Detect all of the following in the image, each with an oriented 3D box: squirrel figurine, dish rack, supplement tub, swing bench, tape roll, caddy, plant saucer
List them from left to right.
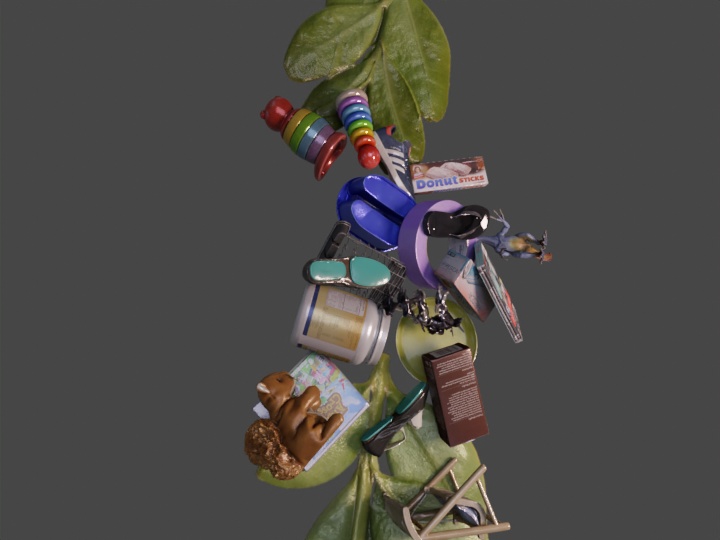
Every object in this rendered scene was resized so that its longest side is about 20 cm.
[{"bbox_3d":[-0.160,0.313,1.196,0.186,0.142,0.200,42,73,8],"label":"squirrel figurine"},{"bbox_3d":[-0.044,0.119,1.269,0.196,0.144,0.148,18,76,-6],"label":"supplement tub"},{"bbox_3d":[0.000,0.000,1.315,0.197,0.055,0.155,27,116,-10],"label":"dish rack"},{"bbox_3d":[0.038,-0.132,1.353,0.198,0.105,0.144,32,78,-19],"label":"caddy"},{"bbox_3d":[0.175,0.165,1.357,0.195,0.031,0.206,2,79,-9],"label":"plant saucer"},{"bbox_3d":[0.179,-0.058,1.338,0.196,0.065,0.206,-4,97,-36],"label":"tape roll"},{"bbox_3d":[0.166,0.494,1.201,0.196,0.199,0.132,-22,83,-13],"label":"swing bench"}]

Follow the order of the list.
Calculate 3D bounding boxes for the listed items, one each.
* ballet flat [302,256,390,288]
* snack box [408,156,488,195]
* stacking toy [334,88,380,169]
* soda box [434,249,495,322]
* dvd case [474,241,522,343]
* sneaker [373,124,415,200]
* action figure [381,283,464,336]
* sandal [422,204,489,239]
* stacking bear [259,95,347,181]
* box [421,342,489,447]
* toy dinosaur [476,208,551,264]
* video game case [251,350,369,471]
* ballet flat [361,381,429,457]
[{"bbox_3d":[-0.034,0.004,1.236,0.196,0.068,0.070,6,77,-26],"label":"ballet flat"},{"bbox_3d":[0.217,-0.236,1.449,0.195,0.024,0.074,-9,80,-11],"label":"snack box"},{"bbox_3d":[0.001,-0.326,1.376,0.083,0.086,0.204,-11,66,-12],"label":"stacking toy"},{"bbox_3d":[0.242,0.037,1.312,0.063,0.200,0.069,30,80,41],"label":"soda box"},{"bbox_3d":[0.312,0.046,1.324,0.022,0.147,0.203,-24,108,17],"label":"dvd case"},{"bbox_3d":[0.099,-0.261,1.403,0.083,0.075,0.203,-27,84,-1],"label":"sneaker"},{"bbox_3d":[0.149,0.082,1.278,0.197,0.118,0.105,21,66,-33],"label":"action figure"},{"bbox_3d":[0.224,-0.103,1.302,0.197,0.042,0.078,-12,101,-36],"label":"sandal"},{"bbox_3d":[-0.141,-0.329,1.367,0.198,0.114,0.122,36,75,4],"label":"stacking bear"},{"bbox_3d":[0.210,0.274,1.294,0.098,0.075,0.205,-14,96,-12],"label":"box"},{"bbox_3d":[0.355,-0.050,1.413,0.178,0.200,0.107,2,62,30],"label":"toy dinosaur"},{"bbox_3d":[-0.108,0.301,1.284,0.200,0.022,0.182,-43,88,-15],"label":"video game case"},{"bbox_3d":[0.090,0.336,1.294,0.199,0.068,0.069,-41,97,-5],"label":"ballet flat"}]
